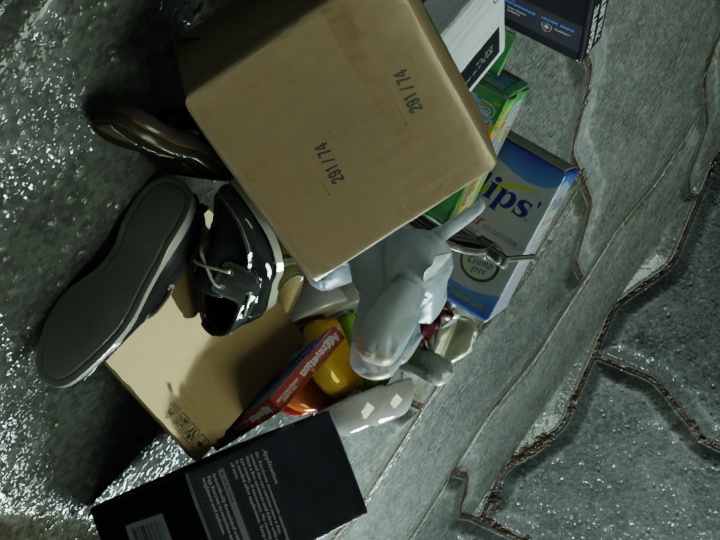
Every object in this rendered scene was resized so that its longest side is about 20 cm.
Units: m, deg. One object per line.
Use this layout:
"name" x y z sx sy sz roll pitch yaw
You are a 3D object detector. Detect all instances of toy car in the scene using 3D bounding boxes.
"toy car" -0.041 0.110 1.477 0.149 0.177 0.199 -27 171 23

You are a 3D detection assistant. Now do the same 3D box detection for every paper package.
"paper package" -0.017 -0.127 0.979 0.189 0.104 0.201 -31 123 7

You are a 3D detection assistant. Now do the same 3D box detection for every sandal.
"sandal" -0.145 -0.110 1.026 0.200 0.081 0.055 24 76 -63

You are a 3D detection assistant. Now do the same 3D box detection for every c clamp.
"c clamp" 0.080 -0.055 1.408 0.170 0.199 0.027 -4 125 -61

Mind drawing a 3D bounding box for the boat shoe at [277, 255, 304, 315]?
"boat shoe" -0.108 0.078 1.294 0.071 0.076 0.201 0 131 -51

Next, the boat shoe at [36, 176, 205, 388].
"boat shoe" -0.197 0.016 1.070 0.202 0.073 0.060 -61 156 -15

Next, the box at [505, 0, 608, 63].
"box" 0.146 -0.317 1.191 0.050 0.199 0.199 -49 159 -26

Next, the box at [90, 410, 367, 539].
"box" -0.136 0.246 1.304 0.199 0.119 0.196 -17 174 -44

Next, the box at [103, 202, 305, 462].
"box" -0.150 0.061 1.182 0.164 0.021 0.201 -48 133 -16

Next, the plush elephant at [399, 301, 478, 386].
"plush elephant" 0.086 0.052 1.654 0.154 0.166 0.200 -33 -179 -22

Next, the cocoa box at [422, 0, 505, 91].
"cocoa box" 0.026 -0.204 1.173 0.201 0.130 0.134 -51 158 -18

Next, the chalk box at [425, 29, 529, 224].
"chalk box" 0.098 -0.173 1.371 0.202 0.123 0.124 -66 169 21

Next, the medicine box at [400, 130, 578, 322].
"medicine box" 0.130 -0.075 1.510 0.202 0.181 0.103 -63 168 16

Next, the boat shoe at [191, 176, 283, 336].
"boat shoe" -0.108 -0.005 1.079 0.067 0.072 0.201 -31 159 -21

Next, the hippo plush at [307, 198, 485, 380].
"hippo plush" 0.000 0.000 1.260 0.160 0.160 0.201 -51 167 -32

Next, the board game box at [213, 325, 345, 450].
"board game box" -0.089 0.122 1.286 0.103 0.019 0.200 -50 -174 -30

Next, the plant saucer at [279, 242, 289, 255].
"plant saucer" -0.065 -0.054 1.318 0.200 0.035 0.201 -47 157 -26
